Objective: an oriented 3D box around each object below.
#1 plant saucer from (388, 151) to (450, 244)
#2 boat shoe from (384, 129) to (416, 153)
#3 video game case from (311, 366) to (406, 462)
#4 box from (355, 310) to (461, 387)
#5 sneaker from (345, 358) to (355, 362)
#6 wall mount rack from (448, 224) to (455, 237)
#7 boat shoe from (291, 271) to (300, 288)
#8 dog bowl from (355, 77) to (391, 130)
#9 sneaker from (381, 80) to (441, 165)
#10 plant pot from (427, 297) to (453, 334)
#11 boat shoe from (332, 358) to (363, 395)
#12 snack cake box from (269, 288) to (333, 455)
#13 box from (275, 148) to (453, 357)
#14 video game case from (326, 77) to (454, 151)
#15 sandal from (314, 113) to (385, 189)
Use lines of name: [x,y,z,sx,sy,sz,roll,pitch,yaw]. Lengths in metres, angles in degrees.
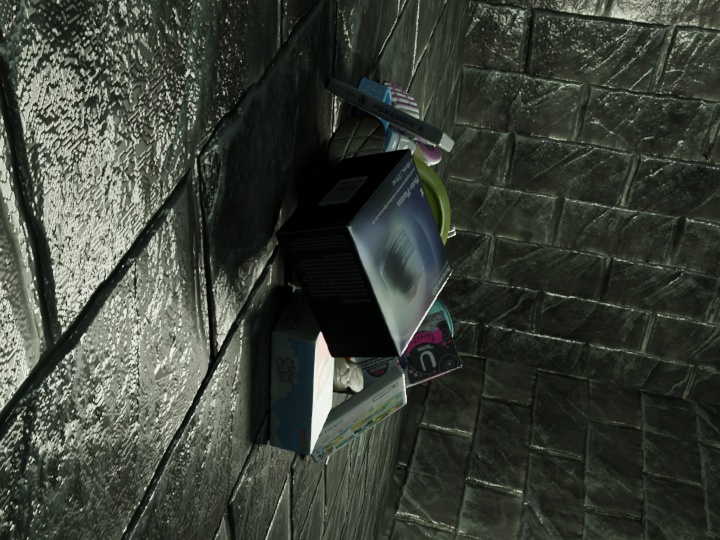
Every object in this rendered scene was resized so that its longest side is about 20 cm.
plant saucer: [0.052,-0.076,1.298,0.031,0.196,0.204,-154,-108,-69]
boat shoe: [0.046,-0.138,1.507,0.205,0.085,0.075,-67,-160,3]
video game case: [-0.009,0.252,1.479,0.198,0.022,0.183,-33,158,-9]
box: [0.075,0.168,1.640,0.132,0.196,0.117,129,-59,-77]
sneaker: [-0.025,0.099,1.489,0.093,0.074,0.202,-92,-159,-48]
wall mount rack: [0.085,-0.010,1.416,0.176,0.074,0.200,-60,174,3]
boat shoe: [-0.051,0.007,1.271,0.201,0.059,0.073,17,83,-81]
dog bowl: [0.011,-0.226,1.435,0.112,0.049,0.204,79,23,-66]
sneaker: [0.071,-0.257,1.578,0.080,0.088,0.203,5,54,-44]
plant pot: [0.086,0.139,1.919,0.187,0.196,0.205,10,91,-65]
boat shoe: [-0.055,0.169,1.413,0.201,0.065,0.073,42,42,-61]
snack cake box: [-0.082,0.145,1.220,0.115,0.066,0.203,-62,160,-57]
box: [0.015,-0.023,1.144,0.201,0.121,0.201,-53,130,-44]
video game case: [0.051,-0.229,1.280,0.022,0.180,0.200,-64,173,9]
sandal: [-0.027,-0.132,1.242,0.055,0.080,0.204,35,-71,67]
